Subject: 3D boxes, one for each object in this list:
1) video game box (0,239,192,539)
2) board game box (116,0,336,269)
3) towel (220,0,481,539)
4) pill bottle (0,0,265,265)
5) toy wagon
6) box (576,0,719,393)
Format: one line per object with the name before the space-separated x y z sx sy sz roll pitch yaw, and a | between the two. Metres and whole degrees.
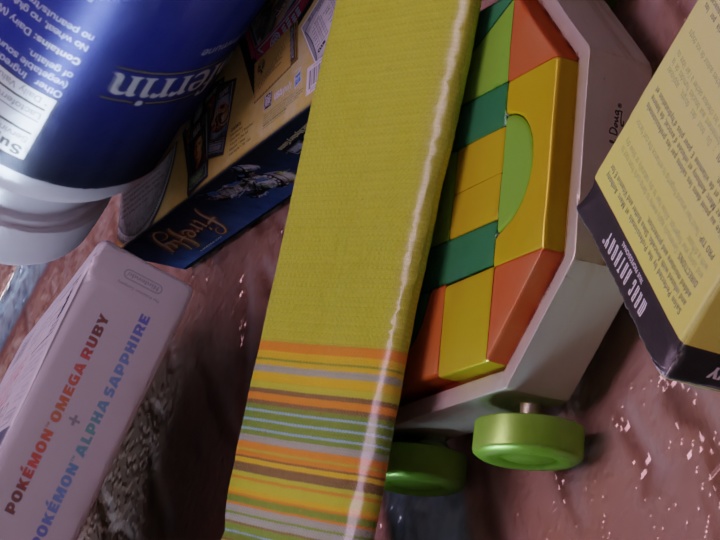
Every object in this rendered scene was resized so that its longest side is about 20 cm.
video game box | -0.139 0.095 0.955 0.183 0.047 0.200 -63 9 -17
board game box | -0.036 -0.094 0.945 0.200 0.034 0.136 -30 51 57
towel | 0.000 0.000 0.757 0.086 0.018 0.201 2 79 59
pill bottle | -0.106 -0.098 0.914 0.200 0.115 0.116 -53 34 41
toy wagon | 0.026 -0.009 0.767 0.200 0.039 0.156 -23 57 60
box | 0.126 -0.066 0.578 0.200 0.050 0.075 -63 28 28
